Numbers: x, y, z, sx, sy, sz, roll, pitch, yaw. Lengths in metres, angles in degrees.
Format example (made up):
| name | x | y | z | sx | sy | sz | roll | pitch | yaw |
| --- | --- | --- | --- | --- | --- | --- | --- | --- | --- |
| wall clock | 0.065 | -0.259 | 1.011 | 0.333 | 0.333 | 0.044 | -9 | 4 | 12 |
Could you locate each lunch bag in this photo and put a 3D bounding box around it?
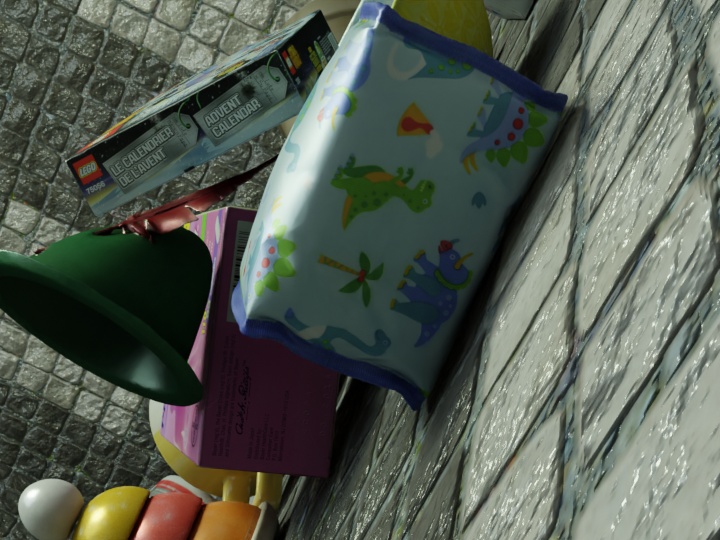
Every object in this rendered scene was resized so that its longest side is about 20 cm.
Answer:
| name | x | y | z | sx | sy | sz | roll | pitch | yaw |
| --- | --- | --- | --- | --- | --- | --- | --- | --- | --- |
| lunch bag | 0.010 | -0.042 | 0.737 | 0.172 | 0.126 | 0.200 | -64 | 13 | 6 |

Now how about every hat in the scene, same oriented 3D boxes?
| name | x | y | z | sx | sy | sz | roll | pitch | yaw |
| --- | --- | --- | --- | --- | --- | --- | --- | --- | --- |
| hat | -0.129 | -0.025 | 0.934 | 0.177 | 0.198 | 0.166 | -61 | -24 | -22 |

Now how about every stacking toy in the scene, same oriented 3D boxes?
| name | x | y | z | sx | sy | sz | roll | pitch | yaw |
| --- | --- | --- | --- | --- | --- | --- | --- | --- | --- |
| stacking toy | -0.175 | 0.216 | 1.101 | 0.148 | 0.198 | 0.146 | -63 | 4 | 8 |

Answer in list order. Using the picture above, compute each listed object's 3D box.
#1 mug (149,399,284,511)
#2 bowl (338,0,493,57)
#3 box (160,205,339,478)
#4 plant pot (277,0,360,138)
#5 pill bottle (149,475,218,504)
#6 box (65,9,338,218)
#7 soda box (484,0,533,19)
| name | x | y | z | sx | sy | sz | roll | pitch | yaw |
| --- | --- | --- | --- | --- | --- | --- | --- | --- | --- |
| mug | -0.085 | 0.120 | 1.237 | 0.148 | 0.188 | 0.153 | -22 | -15 | -37 |
| bowl | 0.035 | -0.112 | 0.932 | 0.202 | 0.107 | 0.201 | -60 | 12 | 22 |
| box | -0.081 | 0.049 | 1.040 | 0.200 | 0.095 | 0.179 | 180 | 97 | -75 |
| plant pot | 0.001 | -0.159 | 1.444 | 0.175 | 0.198 | 0.201 | -96 | 28 | -51 |
| pill bottle | -0.204 | 0.290 | 1.252 | 0.200 | 0.114 | 0.114 | -43 | -8 | -31 |
| box | -0.086 | -0.100 | 0.845 | 0.136 | 0.040 | 0.200 | -26 | 12 | 12 |
| soda box | 0.116 | -0.254 | 1.168 | 0.069 | 0.063 | 0.200 | -64 | 4 | 10 |
